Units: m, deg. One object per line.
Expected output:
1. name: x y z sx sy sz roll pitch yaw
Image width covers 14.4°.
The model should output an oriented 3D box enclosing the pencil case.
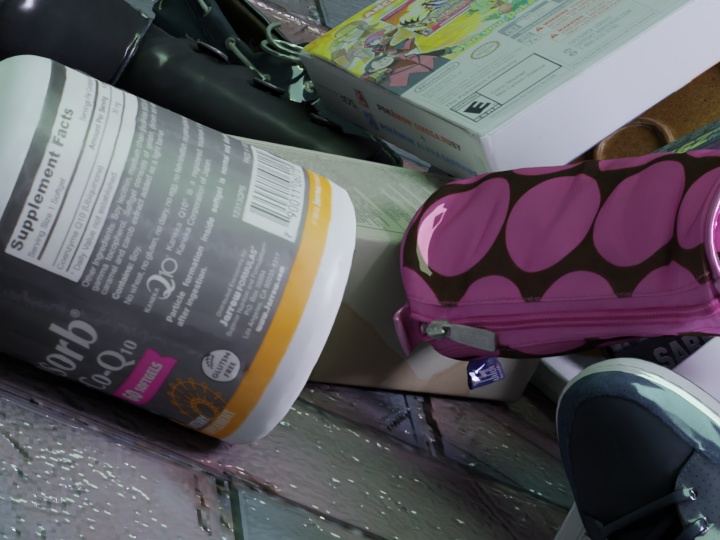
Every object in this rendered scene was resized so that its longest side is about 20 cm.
1. pencil case: 0.107 -0.001 1.195 0.200 0.091 0.094 -9 18 48

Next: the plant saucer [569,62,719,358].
1. plant saucer: 0.138 -0.050 1.410 0.200 0.200 0.035 41 -13 38

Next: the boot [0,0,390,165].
1. boot: -0.087 -0.084 1.441 0.200 0.066 0.165 35 12 14

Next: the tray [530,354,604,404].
1. tray: 0.113 0.051 1.434 0.107 0.022 0.200 7 27 -48

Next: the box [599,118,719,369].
1. box: 0.200 0.001 1.287 0.158 0.200 0.051 58 33 -10

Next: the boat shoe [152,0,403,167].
1. boat shoe: -0.042 -0.105 1.579 0.075 0.062 0.200 10 25 -49

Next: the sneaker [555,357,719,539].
1. sneaker: 0.117 0.130 1.024 0.203 0.077 0.146 60 26 6

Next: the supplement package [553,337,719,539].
1. supplement package: 0.177 0.118 1.186 0.156 0.111 0.200 32 17 13

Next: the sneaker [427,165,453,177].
1. sneaker: 0.076 -0.034 1.556 0.200 0.085 0.073 -11 79 -59

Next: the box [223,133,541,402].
1. box: 0.000 0.000 1.313 0.200 0.078 0.095 10 24 -45

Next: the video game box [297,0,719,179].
1. video game box: 0.096 -0.123 1.430 0.182 0.200 0.047 34 -28 53

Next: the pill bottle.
1. pill bottle: -0.111 -0.017 1.131 0.200 0.117 0.116 22 18 -14
